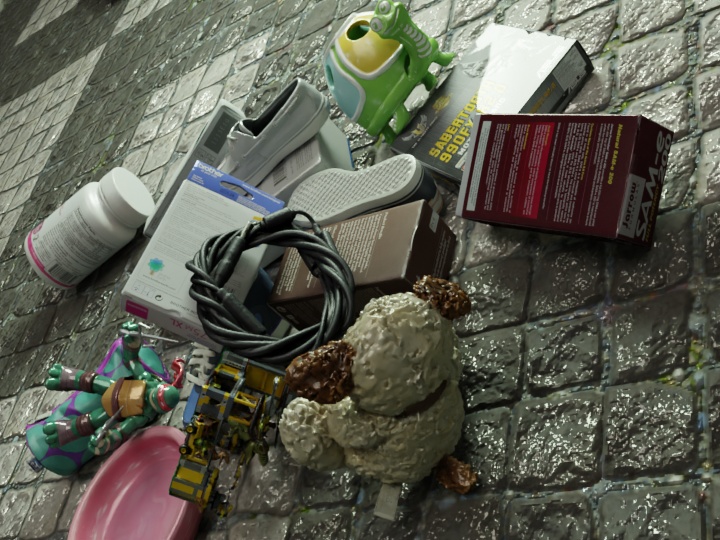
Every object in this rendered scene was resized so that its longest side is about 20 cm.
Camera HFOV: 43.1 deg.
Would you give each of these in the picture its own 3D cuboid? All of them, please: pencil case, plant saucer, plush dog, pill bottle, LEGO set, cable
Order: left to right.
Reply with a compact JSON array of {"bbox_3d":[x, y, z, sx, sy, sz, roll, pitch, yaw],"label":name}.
[{"bbox_3d":[-0.435,-0.069,1.475,0.199,0.113,0.114,-36,38,15],"label":"pill bottle"},{"bbox_3d":[-0.340,0.173,1.171,0.200,0.092,0.085,-42,22,5],"label":"pencil case"},{"bbox_3d":[-0.243,0.274,1.014,0.199,0.051,0.203,-28,40,26],"label":"plant saucer"},{"bbox_3d":[-0.106,0.160,0.924,0.200,0.114,0.156,-72,1,-85],"label":"LEGO set"},{"bbox_3d":[-0.091,0.016,0.918,0.160,0.051,0.202,-10,48,-14],"label":"cable"},{"bbox_3d":[0.031,0.097,0.777,0.199,0.173,0.160,-33,46,-19],"label":"plush dog"}]

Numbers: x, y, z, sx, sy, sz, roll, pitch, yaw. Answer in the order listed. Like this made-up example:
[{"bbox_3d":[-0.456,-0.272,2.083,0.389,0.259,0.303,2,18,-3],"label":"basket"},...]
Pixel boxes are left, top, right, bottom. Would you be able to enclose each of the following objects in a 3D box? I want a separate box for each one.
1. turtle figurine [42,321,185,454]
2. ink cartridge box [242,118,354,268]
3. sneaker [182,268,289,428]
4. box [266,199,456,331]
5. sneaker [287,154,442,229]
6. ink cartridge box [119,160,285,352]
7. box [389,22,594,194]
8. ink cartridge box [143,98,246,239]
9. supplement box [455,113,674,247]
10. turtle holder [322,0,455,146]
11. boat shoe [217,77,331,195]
[{"bbox_3d":[-0.281,0.149,1.064,0.197,0.101,0.152,-12,55,28],"label":"turtle figurine"},{"bbox_3d":[-0.109,-0.104,1.194,0.199,0.084,0.147,-34,37,20],"label":"ink cartridge box"},{"bbox_3d":[-0.177,0.074,1.047,0.080,0.146,0.201,18,68,51],"label":"sneaker"},{"bbox_3d":[0.000,0.000,0.999,0.198,0.075,0.101,-13,48,41],"label":"box"},{"bbox_3d":[0.004,-0.074,1.053,0.198,0.079,0.080,-6,58,41],"label":"sneaker"},{"bbox_3d":[-0.168,-0.020,0.998,0.042,0.118,0.202,121,170,-54],"label":"ink cartridge box"},{"bbox_3d":[0.145,-0.183,1.037,0.201,0.048,0.158,-50,36,-3],"label":"box"},{"bbox_3d":[-0.227,-0.141,1.256,0.202,0.043,0.174,-57,17,7],"label":"ink cartridge box"},{"bbox_3d":[0.187,-0.090,0.868,0.199,0.060,0.111,14,93,51],"label":"supplement box"},{"bbox_3d":[0.023,-0.242,1.099,0.142,0.131,0.186,-53,2,10],"label":"turtle holder"},{"bbox_3d":[-0.128,-0.162,1.134,0.199,0.068,0.073,-33,37,24],"label":"boat shoe"}]
